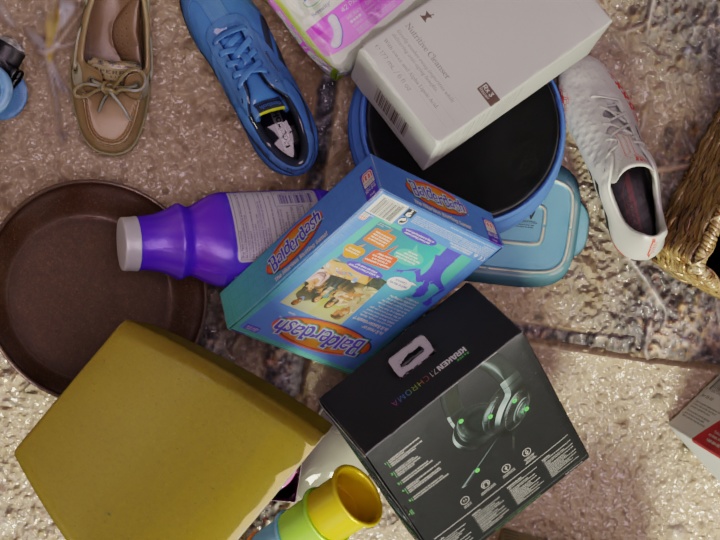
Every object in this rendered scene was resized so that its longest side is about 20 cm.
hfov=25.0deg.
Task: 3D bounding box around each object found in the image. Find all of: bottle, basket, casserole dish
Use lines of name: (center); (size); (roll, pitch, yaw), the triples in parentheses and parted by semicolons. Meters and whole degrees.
bottle: (-0.112, -0.027, 1.424); (0.199, 0.065, 0.084); (-4, 63, -19)
basket: (0.375, -0.060, 1.471); (0.142, 0.149, 0.201); (28, 90, -10)
casserole dish: (0.119, -0.048, 1.491); (0.199, 0.039, 0.122); (7, 94, -10)

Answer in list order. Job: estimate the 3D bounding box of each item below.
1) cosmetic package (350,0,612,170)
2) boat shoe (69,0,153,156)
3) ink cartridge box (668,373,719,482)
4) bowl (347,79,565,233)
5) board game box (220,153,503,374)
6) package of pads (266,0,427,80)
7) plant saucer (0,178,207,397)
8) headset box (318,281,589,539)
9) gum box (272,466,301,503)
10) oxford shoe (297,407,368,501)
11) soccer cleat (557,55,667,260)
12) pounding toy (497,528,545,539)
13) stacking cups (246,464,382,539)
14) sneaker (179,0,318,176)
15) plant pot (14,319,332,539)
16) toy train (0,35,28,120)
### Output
cosmetic package: (0.104, -0.192, 1.404); (0.200, 0.081, 0.113); (-38, 84, -13)
boat shoe: (-0.218, -0.200, 1.415); (0.073, 0.063, 0.201); (0, 96, -9)
ink cartridge box: (0.402, 0.115, 1.492); (0.200, 0.144, 0.084); (-44, 101, -2)
bowl: (0.089, -0.128, 1.451); (0.200, 0.039, 0.201); (2, 78, -9)
board game box: (0.000, 0.000, 1.396); (0.152, 0.045, 0.200); (24, 126, -40)
package of pads: (-0.026, -0.286, 1.426); (0.154, 0.068, 0.200); (-38, 92, -4)
plant saucer: (-0.235, 0.021, 1.423); (0.200, 0.037, 0.201); (5, 77, -21)
headset box: (0.082, 0.136, 1.427); (0.174, 0.093, 0.200); (-38, 131, -6)
gum box: (-0.156, 0.154, 1.432); (0.199, 0.113, 0.066); (6, 95, -8)
oxford shoe: (0.010, 0.137, 1.484); (0.075, 0.058, 0.200); (44, 90, -12)
soccer cleat: (0.232, -0.107, 1.464); (0.068, 0.085, 0.201); (-16, 82, -6)
pounding toy: (0.202, 0.359, 1.507); (0.199, 0.142, 0.185); (16, 92, 1)
stacking cups: (-0.069, 0.242, 1.443); (0.200, 0.061, 0.061); (-36, 101, 32)
sneaker: (-0.094, -0.176, 1.429); (0.066, 0.078, 0.201); (-29, 97, -3)
plant pot: (-0.154, 0.146, 1.285); (0.176, 0.200, 0.200); (41, 88, 3)
toy train: (-0.371, -0.127, 1.394); (0.114, 0.087, 0.200); (32, 92, -1)
